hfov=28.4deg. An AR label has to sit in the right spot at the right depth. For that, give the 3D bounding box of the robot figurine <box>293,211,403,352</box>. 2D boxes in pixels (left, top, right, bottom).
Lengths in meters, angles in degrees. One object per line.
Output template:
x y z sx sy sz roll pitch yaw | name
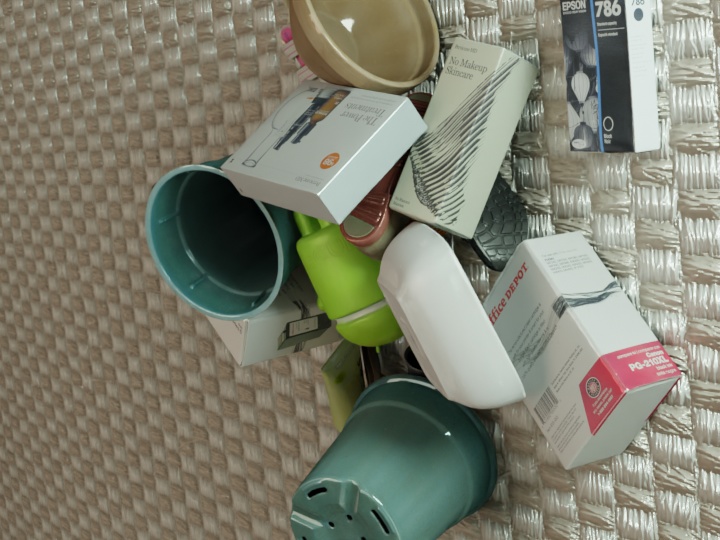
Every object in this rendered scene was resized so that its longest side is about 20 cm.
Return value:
0.000 0.000 1.667 0.175 0.115 0.201 -22 96 51 | robot figurine

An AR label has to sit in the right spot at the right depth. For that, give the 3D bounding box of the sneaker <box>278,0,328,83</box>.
-0.056 -0.261 1.709 0.081 0.088 0.201 -30 63 50 | sneaker

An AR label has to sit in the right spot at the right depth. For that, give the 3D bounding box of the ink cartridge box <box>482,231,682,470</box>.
0.221 0.080 1.480 0.200 0.084 0.145 59 143 29 | ink cartridge box

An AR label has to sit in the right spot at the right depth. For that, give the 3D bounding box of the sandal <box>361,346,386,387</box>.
0.036 0.165 1.833 0.082 0.054 0.201 87 176 -66 | sandal

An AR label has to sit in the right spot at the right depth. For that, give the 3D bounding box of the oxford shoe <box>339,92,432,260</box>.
0.038 -0.106 1.597 0.070 0.075 0.201 17 72 31 | oxford shoe

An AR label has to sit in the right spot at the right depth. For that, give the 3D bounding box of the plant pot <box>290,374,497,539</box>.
0.029 0.255 1.655 0.199 0.196 0.201 14 120 26 | plant pot

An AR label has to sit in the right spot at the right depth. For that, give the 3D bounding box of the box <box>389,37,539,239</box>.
0.111 -0.142 1.528 0.082 0.068 0.201 21 91 46 | box

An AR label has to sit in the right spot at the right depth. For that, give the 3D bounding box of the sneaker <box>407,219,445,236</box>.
0.052 -0.036 1.751 0.077 0.073 0.200 56 151 -12 | sneaker

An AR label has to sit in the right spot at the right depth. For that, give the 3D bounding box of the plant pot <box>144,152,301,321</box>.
-0.129 -0.069 1.767 0.199 0.196 0.201 15 120 26 | plant pot

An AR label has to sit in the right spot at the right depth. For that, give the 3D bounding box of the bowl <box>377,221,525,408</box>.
0.085 0.054 1.505 0.201 0.074 0.200 63 175 -12 | bowl

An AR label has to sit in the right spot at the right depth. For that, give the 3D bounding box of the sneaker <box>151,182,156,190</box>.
-0.281 -0.116 2.234 0.200 0.075 0.107 -46 63 54 | sneaker

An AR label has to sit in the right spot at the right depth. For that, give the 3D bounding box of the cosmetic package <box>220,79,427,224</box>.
-0.043 -0.134 1.560 0.200 0.151 0.052 18 153 52 | cosmetic package

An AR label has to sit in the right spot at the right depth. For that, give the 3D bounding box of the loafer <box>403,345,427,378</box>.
0.081 0.107 1.725 0.068 0.070 0.201 52 139 37 | loafer

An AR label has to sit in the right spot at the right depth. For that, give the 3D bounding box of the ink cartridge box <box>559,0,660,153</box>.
0.244 -0.217 1.402 0.099 0.039 0.201 7 104 58 | ink cartridge box

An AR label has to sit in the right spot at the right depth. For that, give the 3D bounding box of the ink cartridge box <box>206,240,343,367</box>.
-0.098 0.030 1.863 0.146 0.199 0.084 51 142 39 | ink cartridge box

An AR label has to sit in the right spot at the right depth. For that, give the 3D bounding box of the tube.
-0.020 0.148 1.843 0.200 0.052 0.058 82 180 -56 | tube

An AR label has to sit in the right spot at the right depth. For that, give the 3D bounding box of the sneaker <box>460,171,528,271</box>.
0.127 -0.068 1.610 0.088 0.075 0.201 114 145 -48 | sneaker

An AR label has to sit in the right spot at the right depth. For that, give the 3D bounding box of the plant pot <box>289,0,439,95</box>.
-0.013 -0.279 1.628 0.093 0.200 0.202 -31 72 44 | plant pot
